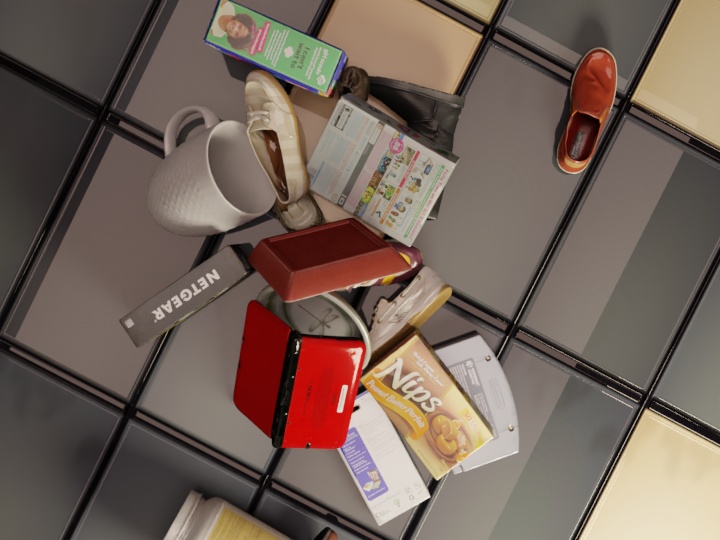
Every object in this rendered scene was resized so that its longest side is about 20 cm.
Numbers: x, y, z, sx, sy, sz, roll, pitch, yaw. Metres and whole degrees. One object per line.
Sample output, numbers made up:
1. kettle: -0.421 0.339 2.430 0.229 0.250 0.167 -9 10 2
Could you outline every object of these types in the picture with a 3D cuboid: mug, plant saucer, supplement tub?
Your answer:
1. mug: -0.242 -0.152 1.533 0.174 0.147 0.203 -20 82 37
2. plant saucer: -0.068 0.081 1.564 0.199 0.201 0.050 31 47 -1
3. supplement tub: -0.207 0.444 1.567 0.198 0.145 0.147 30 92 -1
4. plant saucer: -0.052 -0.025 1.500 0.197 0.200 0.037 -15 114 -18

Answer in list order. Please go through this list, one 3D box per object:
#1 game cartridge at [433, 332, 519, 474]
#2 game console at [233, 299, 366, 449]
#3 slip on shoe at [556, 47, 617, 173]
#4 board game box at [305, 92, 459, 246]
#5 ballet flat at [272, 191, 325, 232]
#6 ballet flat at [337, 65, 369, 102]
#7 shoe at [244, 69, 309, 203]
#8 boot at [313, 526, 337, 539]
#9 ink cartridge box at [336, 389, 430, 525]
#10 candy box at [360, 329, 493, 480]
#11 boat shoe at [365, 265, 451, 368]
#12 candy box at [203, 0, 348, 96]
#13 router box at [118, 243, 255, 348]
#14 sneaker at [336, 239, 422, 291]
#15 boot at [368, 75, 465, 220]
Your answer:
1. game cartridge: 0.177 0.210 1.617 0.132 0.040 0.203 -18 92 4
2. game console: -0.097 0.161 1.564 0.170 0.119 0.203 4 118 -16
3. slip on shoe: 0.359 -0.252 1.588 0.073 0.061 0.203 17 91 1
4. board game box: 0.028 -0.153 1.529 0.198 0.064 0.149 31 108 2
5. ballet flat: -0.118 -0.124 1.581 0.067 0.075 0.202 -30 92 0
6. ballet flat: -0.013 -0.215 1.573 0.067 0.046 0.203 8 104 31
7. shoe: -0.126 -0.193 1.479 0.069 0.053 0.203 -7 110 34
8. boot: -0.007 0.524 1.611 0.197 0.068 0.191 20 92 -2
9. ink cartridge box: 0.023 0.295 1.617 0.098 0.039 0.202 -27 94 1
10. candy box: 0.104 0.208 1.572 0.115 0.055 0.201 -38 90 8
11. boat shoe: 0.054 0.074 1.599 0.200 0.071 0.070 -43 70 8
12. candy box: -0.122 -0.332 1.526 0.197 0.169 0.078 22 97 -1
13. router box: -0.260 0.035 1.545 0.199 0.157 0.053 -34 92 0
14. sneaker: 0.000 0.000 1.572 0.197 0.090 0.076 -5 109 3
15. boot: 0.065 -0.192 1.592 0.162 0.066 0.203 15 99 6
